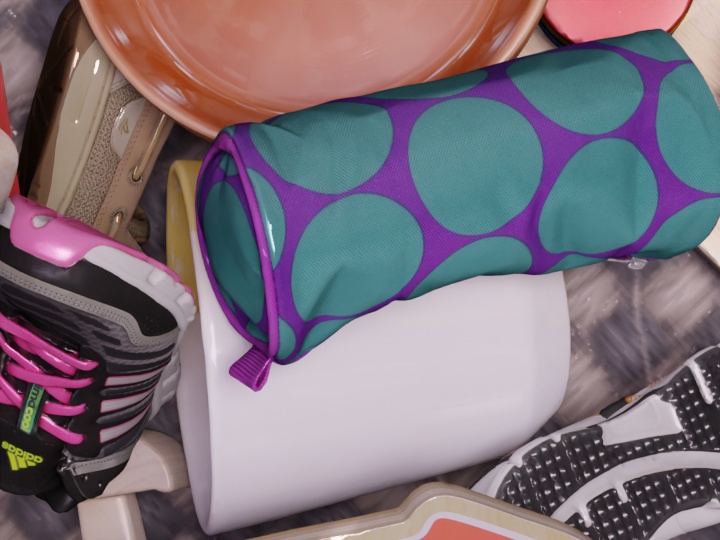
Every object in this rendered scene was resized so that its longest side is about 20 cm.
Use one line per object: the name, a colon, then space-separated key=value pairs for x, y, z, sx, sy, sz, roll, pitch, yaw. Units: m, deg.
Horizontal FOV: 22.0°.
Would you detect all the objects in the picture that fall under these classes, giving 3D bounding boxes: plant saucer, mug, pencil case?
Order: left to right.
plant saucer: x=-0.017 y=-0.141 z=0.738 sx=0.198 sy=0.032 sz=0.202 roll=-1 pitch=81 yaw=6
mug: x=0.002 y=0.007 z=0.758 sx=0.152 sy=0.149 sz=0.188 roll=-5 pitch=103 yaw=-10
pencil case: x=0.040 y=-0.026 z=0.675 sx=0.198 sy=0.085 sz=0.093 roll=-13 pitch=111 yaw=-22

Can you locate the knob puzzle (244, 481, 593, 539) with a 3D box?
knob puzzle: x=0.032 y=0.170 z=0.682 sx=0.218 sy=0.030 sz=0.222 roll=-7 pitch=116 yaw=-14

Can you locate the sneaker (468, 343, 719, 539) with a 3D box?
sneaker: x=0.114 y=0.082 z=0.767 sx=0.199 sy=0.080 sz=0.074 roll=-14 pitch=80 yaw=-32

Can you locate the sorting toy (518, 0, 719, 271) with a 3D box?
sorting toy: x=0.172 y=-0.120 z=0.772 sx=0.200 sy=0.070 sz=0.199 roll=44 pitch=94 yaw=2

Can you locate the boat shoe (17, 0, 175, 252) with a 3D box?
boat shoe: x=-0.121 y=-0.015 z=0.796 sx=0.064 sy=0.071 sz=0.201 roll=11 pitch=118 yaw=-23

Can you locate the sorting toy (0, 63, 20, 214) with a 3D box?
sorting toy: x=-0.215 y=-0.036 z=0.746 sx=0.200 sy=0.069 sz=0.200 roll=39 pitch=129 yaw=18

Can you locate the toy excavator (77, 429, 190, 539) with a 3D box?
toy excavator: x=-0.058 y=0.185 z=0.801 sx=0.198 sy=0.100 sz=0.196 roll=16 pitch=93 yaw=14

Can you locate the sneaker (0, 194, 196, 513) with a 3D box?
sneaker: x=-0.113 y=0.041 z=0.697 sx=0.073 sy=0.200 sz=0.088 roll=27 pitch=71 yaw=6
